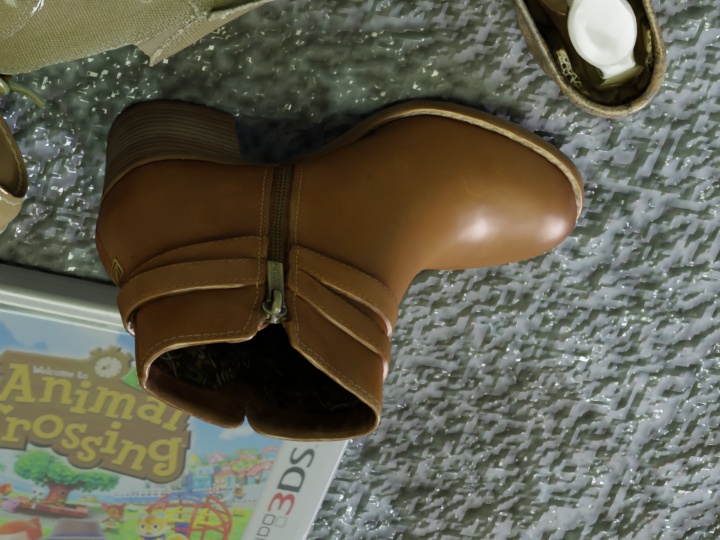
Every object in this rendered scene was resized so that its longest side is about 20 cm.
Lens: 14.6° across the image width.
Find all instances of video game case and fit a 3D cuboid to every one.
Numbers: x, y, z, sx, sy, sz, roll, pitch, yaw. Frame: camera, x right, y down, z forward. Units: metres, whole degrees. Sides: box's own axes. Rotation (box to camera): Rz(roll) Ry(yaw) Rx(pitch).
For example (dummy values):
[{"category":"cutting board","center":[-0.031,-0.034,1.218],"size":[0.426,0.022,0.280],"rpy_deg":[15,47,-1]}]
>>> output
[{"category":"video game case","center":[-0.113,0.086,1.187],"size":[0.200,0.022,0.182],"rpy_deg":[12,123,-18]}]

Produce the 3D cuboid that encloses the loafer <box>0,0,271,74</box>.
[{"category":"loafer","center":[-0.064,-0.118,1.008],"size":[0.200,0.076,0.067],"rpy_deg":[-9,139,-17]}]

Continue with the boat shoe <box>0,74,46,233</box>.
[{"category":"boat shoe","center":[-0.163,-0.094,1.014],"size":[0.063,0.073,0.200],"rpy_deg":[-21,126,9]}]

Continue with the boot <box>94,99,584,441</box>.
[{"category":"boot","center":[0.000,0.000,1.060],"size":[0.200,0.155,0.077],"rpy_deg":[10,123,-17]}]

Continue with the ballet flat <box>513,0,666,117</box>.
[{"category":"ballet flat","center":[0.070,-0.137,1.027],"size":[0.068,0.067,0.200],"rpy_deg":[-24,126,8]}]
